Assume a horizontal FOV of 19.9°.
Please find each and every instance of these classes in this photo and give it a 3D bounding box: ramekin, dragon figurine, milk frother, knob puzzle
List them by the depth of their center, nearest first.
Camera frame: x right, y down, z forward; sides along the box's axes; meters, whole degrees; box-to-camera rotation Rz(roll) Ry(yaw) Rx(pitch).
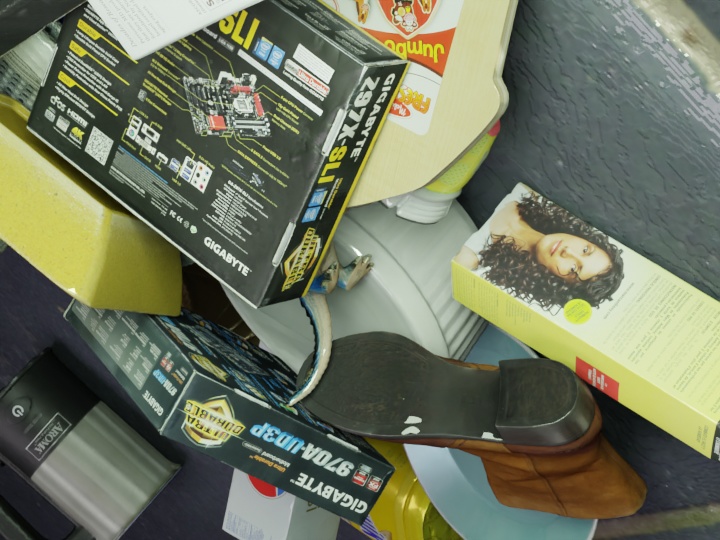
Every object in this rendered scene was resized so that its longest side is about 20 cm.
[{"bbox_3d":[0.003,-0.127,1.136,0.219,0.030,0.220,10,107,34],"label":"knob puzzle"},{"bbox_3d":[-0.046,-0.028,1.234,0.099,0.059,0.200,18,115,26],"label":"dragon figurine"},{"bbox_3d":[0.000,0.000,1.362,0.202,0.094,0.202,33,151,21],"label":"ramekin"},{"bbox_3d":[-0.298,0.192,2.133,0.188,0.181,0.200,43,-161,0],"label":"milk frother"}]

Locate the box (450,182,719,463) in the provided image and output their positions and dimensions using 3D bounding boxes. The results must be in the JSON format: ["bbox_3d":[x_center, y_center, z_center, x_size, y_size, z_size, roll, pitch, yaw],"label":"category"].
[{"bbox_3d":[0.154,0.031,1.219,0.200,0.075,0.050,32,155,20],"label":"box"}]

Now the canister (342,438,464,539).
[{"bbox_3d":[0.000,0.145,1.628,0.200,0.087,0.149,31,153,27],"label":"canister"}]

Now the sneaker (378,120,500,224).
[{"bbox_3d":[0.008,-0.129,1.191,0.200,0.078,0.090,50,125,3],"label":"sneaker"}]

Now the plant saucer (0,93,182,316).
[{"bbox_3d":[-0.195,-0.053,1.234,0.200,0.048,0.200,39,-176,10],"label":"plant saucer"}]

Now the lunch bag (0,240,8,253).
[{"bbox_3d":[-0.324,-0.069,1.620,0.139,0.200,0.168,46,155,-8],"label":"lunch bag"}]

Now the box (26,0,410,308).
[{"bbox_3d":[-0.086,-0.099,1.156,0.200,0.049,0.160,36,116,24],"label":"box"}]

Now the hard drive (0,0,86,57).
[{"bbox_3d":[-0.195,-0.207,1.192,0.038,0.140,0.200,9,162,-33],"label":"hard drive"}]

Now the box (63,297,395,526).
[{"bbox_3d":[-0.086,0.076,1.304,0.159,0.046,0.200,29,-175,-32],"label":"box"}]

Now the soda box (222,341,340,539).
[{"bbox_3d":[-0.043,0.112,1.529,0.064,0.068,0.200,26,114,32],"label":"soda box"}]

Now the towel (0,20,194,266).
[{"bbox_3d":[-0.175,-0.074,1.331,0.200,0.035,0.193,44,155,-9],"label":"towel"}]

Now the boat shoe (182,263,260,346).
[{"bbox_3d":[-0.114,0.021,1.607,0.200,0.074,0.066,52,170,19],"label":"boat shoe"}]

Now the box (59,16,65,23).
[{"bbox_3d":[-0.172,-0.146,1.374,0.184,0.105,0.200,33,155,14],"label":"box"}]

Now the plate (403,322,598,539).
[{"bbox_3d":[0.099,0.118,1.446,0.200,0.026,0.200,29,132,38],"label":"plate"}]

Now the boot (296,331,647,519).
[{"bbox_3d":[0.073,0.103,1.304,0.188,0.069,0.200,-4,156,17],"label":"boot"}]

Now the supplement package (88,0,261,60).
[{"bbox_3d":[-0.104,-0.239,1.025,0.111,0.156,0.200,-19,118,38],"label":"supplement package"}]
